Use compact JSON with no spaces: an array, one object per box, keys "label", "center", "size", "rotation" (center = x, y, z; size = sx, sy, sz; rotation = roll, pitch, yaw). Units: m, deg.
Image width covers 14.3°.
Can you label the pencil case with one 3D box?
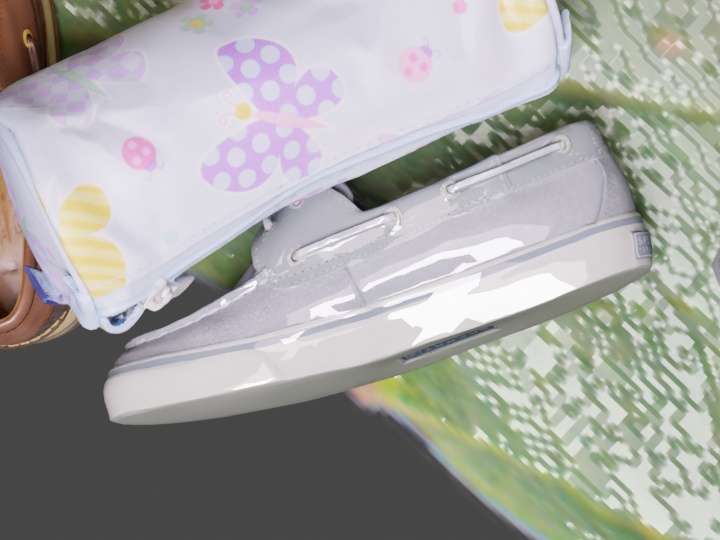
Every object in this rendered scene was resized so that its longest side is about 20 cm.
[{"label":"pencil case","center":[-0.028,-0.058,0.967],"size":[0.199,0.083,0.091],"rotation":[-29,52,-13]}]

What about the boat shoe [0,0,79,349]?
[{"label":"boat shoe","center":[-0.143,-0.069,1.014],"size":[0.072,0.068,0.201],"rotation":[-17,93,7]}]

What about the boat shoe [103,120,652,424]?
[{"label":"boat shoe","center":[0.000,0.000,1.011],"size":[0.200,0.070,0.072],"rotation":[-18,79,5]}]

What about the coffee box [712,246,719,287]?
[{"label":"coffee box","center":[0.245,-0.033,0.896],"size":[0.199,0.198,0.201],"rotation":[21,102,-4]}]
